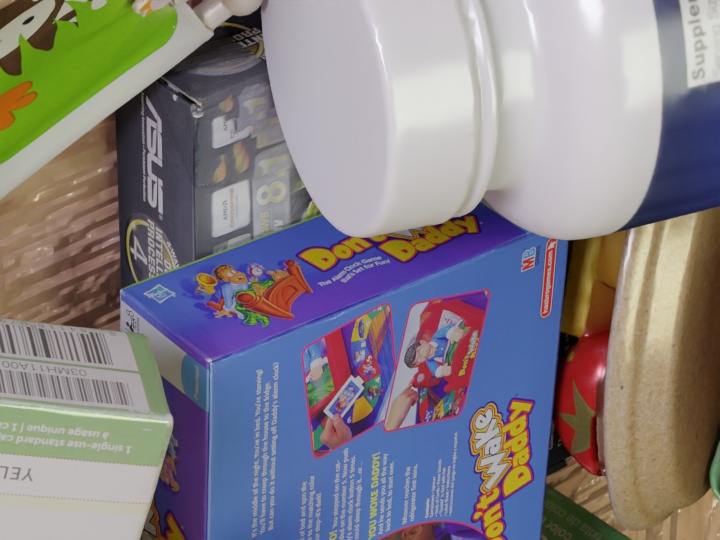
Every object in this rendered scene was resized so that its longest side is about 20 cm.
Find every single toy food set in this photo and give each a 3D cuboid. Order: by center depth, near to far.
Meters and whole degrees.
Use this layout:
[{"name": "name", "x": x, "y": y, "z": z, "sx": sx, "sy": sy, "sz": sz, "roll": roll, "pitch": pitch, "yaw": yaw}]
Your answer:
[{"name": "toy food set", "x": 0.106, "y": -0.013, "z": 0.975, "sx": 0.200, "sy": 0.048, "sz": 0.199, "roll": -19, "pitch": 120, "yaw": -69}]

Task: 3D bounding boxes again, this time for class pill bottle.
[{"name": "pill bottle", "x": 0.080, "y": -0.074, "z": 0.823, "sx": 0.199, "sy": 0.120, "sz": 0.120, "roll": -13, "pitch": 125, "yaw": -20}]

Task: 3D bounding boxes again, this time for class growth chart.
[{"name": "growth chart", "x": -0.102, "y": -0.043, "z": 0.735, "sx": 0.144, "sy": 0.018, "sz": 0.200, "roll": -38, "pitch": 171, "yaw": 16}]

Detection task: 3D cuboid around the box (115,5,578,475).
[{"name": "box", "x": 0.000, "y": 0.000, "z": 0.925, "sx": 0.161, "sy": 0.049, "sz": 0.201, "roll": -21, "pitch": 129, "yaw": -31}]

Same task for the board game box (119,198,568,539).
[{"name": "board game box", "x": -0.007, "y": 0.078, "z": 0.900, "sx": 0.134, "sy": 0.045, "sz": 0.201, "roll": -21, "pitch": 129, "yaw": -33}]

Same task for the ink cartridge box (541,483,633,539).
[{"name": "ink cartridge box", "x": 0.047, "y": 0.201, "z": 1.069, "sx": 0.200, "sy": 0.087, "sz": 0.146, "roll": -46, "pitch": 138, "yaw": -16}]

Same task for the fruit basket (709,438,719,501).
[{"name": "fruit basket", "x": 0.181, "y": 0.019, "z": 0.951, "sx": 0.200, "sy": 0.093, "sz": 0.186, "roll": 113, "pitch": -3, "yaw": -69}]

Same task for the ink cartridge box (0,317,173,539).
[{"name": "ink cartridge box", "x": -0.144, "y": 0.100, "z": 0.783, "sx": 0.145, "sy": 0.048, "sz": 0.201, "roll": 6, "pitch": 121, "yaw": -20}]
